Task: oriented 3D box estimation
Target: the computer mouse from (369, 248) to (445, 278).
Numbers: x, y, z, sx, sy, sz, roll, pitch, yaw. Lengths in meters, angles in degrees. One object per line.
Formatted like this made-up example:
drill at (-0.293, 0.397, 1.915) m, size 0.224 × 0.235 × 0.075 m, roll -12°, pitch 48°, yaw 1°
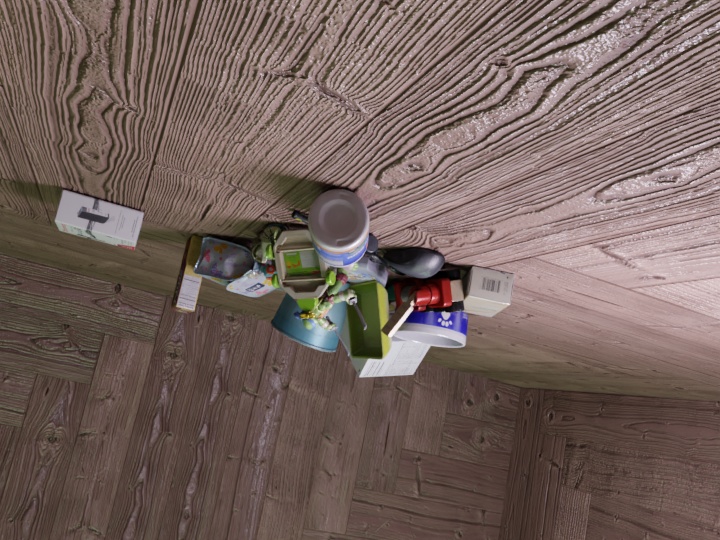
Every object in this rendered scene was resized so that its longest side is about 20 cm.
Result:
computer mouse at (0.111, -0.010, 1.544) m, size 0.137 × 0.054 × 0.198 m, roll 21°, pitch 165°, yaw -34°

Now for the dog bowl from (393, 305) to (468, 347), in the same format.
dog bowl at (0.182, 0.144, 1.784) m, size 0.196 × 0.080 × 0.200 m, roll 9°, pitch 167°, yaw 2°

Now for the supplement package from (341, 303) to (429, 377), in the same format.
supplement package at (0.068, 0.193, 2.011) m, size 0.197 × 0.149 × 0.192 m, roll 3°, pitch -141°, yaw -33°

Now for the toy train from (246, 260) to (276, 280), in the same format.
toy train at (-0.184, -0.031, 1.681) m, size 0.197 × 0.057 × 0.150 m, roll -19°, pitch 166°, yaw 26°

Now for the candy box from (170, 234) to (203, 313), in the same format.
candy box at (-0.473, 0.013, 1.886) m, size 0.056 × 0.204 × 0.116 m, roll 16°, pitch 168°, yaw -21°

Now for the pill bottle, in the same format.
pill bottle at (-0.038, -0.069, 1.270) m, size 0.110 × 0.114 × 0.200 m, roll 11°, pitch 169°, yaw 3°

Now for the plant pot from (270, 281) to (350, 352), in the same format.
plant pot at (-0.121, 0.094, 1.870) m, size 0.197 × 0.191 × 0.200 m, roll 23°, pitch -175°, yaw -2°

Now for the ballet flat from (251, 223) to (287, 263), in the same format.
ballet flat at (-0.219, -0.055, 1.615) m, size 0.067 × 0.077 × 0.199 m, roll 20°, pitch 166°, yaw -19°

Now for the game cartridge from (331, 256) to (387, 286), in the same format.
game cartridge at (0.000, 0.000, 1.755) m, size 0.131 × 0.042 × 0.200 m, roll 13°, pitch 169°, yaw 18°

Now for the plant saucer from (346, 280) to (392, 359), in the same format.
plant saucer at (0.027, 0.134, 1.828) m, size 0.047 × 0.204 × 0.199 m, roll -3°, pitch 176°, yaw -26°

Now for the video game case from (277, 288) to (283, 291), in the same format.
video game case at (-0.305, 0.036, 2.276) m, size 0.196 × 0.022 × 0.182 m, roll 10°, pitch 168°, yaw 16°

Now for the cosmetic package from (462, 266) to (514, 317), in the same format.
cosmetic package at (0.290, 0.053, 1.609) m, size 0.101 × 0.075 × 0.200 m, roll 11°, pitch 167°, yaw 3°

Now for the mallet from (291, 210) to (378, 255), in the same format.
mallet at (-0.050, -0.081, 1.426) m, size 0.198 × 0.042 × 0.065 m, roll 24°, pitch 165°, yaw -31°

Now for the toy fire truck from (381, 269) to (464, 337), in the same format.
toy fire truck at (0.122, 0.075, 1.575) m, size 0.197 × 0.132 × 0.175 m, roll -6°, pitch 180°, yaw -27°

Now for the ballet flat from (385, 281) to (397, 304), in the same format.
ballet flat at (0.091, 0.063, 1.920) m, size 0.071 × 0.069 × 0.199 m, roll -4°, pitch 172°, yaw -27°

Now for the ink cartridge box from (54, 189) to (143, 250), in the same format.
ink cartridge box at (-0.661, -0.125, 1.723) m, size 0.197 × 0.085 × 0.144 m, roll 17°, pitch 168°, yaw -17°

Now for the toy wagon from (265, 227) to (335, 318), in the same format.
toy wagon at (-0.130, 0.008, 1.528) m, size 0.152 × 0.204 × 0.040 m, roll -3°, pitch -166°, yaw 24°

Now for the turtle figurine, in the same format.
turtle figurine at (-0.047, 0.081, 1.624) m, size 0.196 × 0.196 × 0.145 m, roll 11°, pitch 145°, yaw 16°

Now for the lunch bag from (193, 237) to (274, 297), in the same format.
lunch bag at (-0.319, -0.001, 1.826) m, size 0.197 × 0.130 × 0.169 m, roll 12°, pitch 173°, yaw 24°
